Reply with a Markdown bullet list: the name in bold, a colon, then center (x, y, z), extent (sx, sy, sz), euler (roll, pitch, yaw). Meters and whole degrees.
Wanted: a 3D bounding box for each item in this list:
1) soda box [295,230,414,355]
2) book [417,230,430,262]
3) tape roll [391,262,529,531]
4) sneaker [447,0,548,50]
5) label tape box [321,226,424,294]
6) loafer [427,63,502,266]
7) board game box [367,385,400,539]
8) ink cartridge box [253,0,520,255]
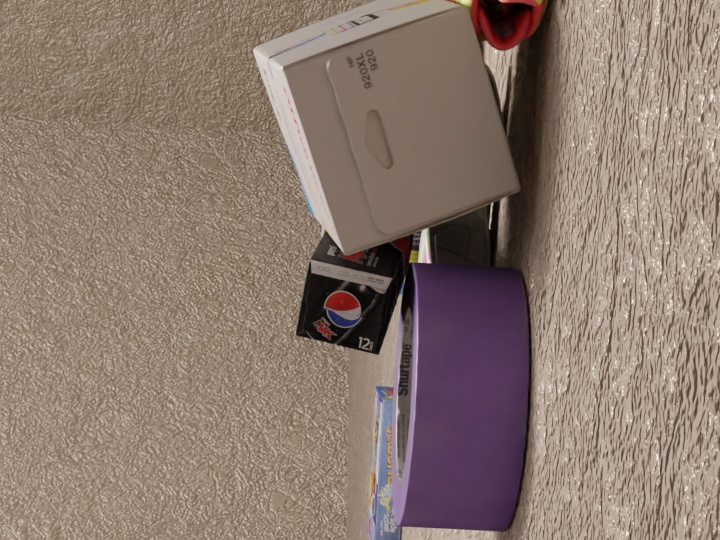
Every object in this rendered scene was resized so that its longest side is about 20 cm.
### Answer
- **soda box**: center (0.000, 0.000, 1.361), extent (0.200, 0.070, 0.064), euler (-68, -10, -72)
- **book**: center (0.074, 0.070, 1.532), extent (0.201, 0.047, 0.135), euler (-93, 0, -46)
- **tape roll**: center (0.073, 0.096, 1.311), extent (0.200, 0.084, 0.203), euler (-178, 90, -87)
- **sneaker**: center (0.097, -0.199, 1.254), extent (0.200, 0.077, 0.091), euler (109, 162, -77)
- **label tape box**: center (0.037, -0.069, 1.587), extent (0.067, 0.141, 0.201), euler (-90, 5, -45)
- **loafer**: center (0.085, -0.084, 1.462), extent (0.063, 0.071, 0.202), euler (-66, -22, -75)
- **board game box**: center (0.035, 0.262, 2.254), extent (0.135, 0.034, 0.203), euler (-129, 42, -84)
- **ink cartridge box**: center (0.016, -0.118, 1.306), extent (0.200, 0.143, 0.149), euler (-127, 17, -75)
